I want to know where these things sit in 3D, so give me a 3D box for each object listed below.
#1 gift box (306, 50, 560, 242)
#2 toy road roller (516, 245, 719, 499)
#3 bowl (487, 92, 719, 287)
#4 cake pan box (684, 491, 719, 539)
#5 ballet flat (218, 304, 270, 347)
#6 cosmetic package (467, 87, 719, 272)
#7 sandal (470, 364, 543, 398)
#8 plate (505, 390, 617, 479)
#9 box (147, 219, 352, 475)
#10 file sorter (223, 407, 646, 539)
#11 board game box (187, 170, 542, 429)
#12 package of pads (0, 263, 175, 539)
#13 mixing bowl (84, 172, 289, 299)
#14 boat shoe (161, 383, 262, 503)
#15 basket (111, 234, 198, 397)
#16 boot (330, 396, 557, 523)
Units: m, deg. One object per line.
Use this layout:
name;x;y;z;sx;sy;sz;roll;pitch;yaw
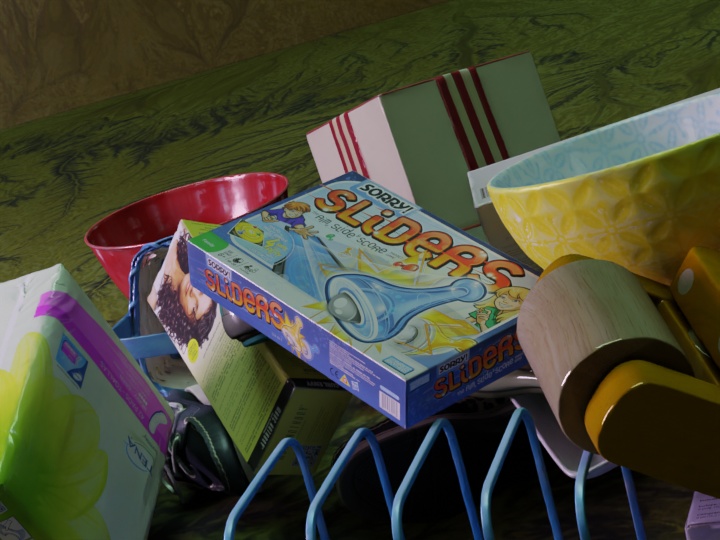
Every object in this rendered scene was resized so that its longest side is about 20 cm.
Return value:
gift box;0.076;-0.067;1.476;0.184;0.187;0.200;-19;2;-21
toy road roller;0.194;0.028;0.864;0.200;0.146;0.123;17;25;-21
bowl;0.183;-0.030;0.980;0.200;0.108;0.200;-18;8;3
cake pan box;0.292;0.109;0.962;0.200;0.052;0.184;-9;20;19
ballet flat;0.000;0.000;1.126;0.200;0.064;0.067;-12;-9;-26
cosmetic package;0.177;-0.053;1.115;0.200;0.083;0.051;-18;32;7
sandal;0.112;0.039;1.047;0.201;0.057;0.080;8;44;37
plate;0.179;0.041;1.086;0.199;0.032;0.200;-28;35;-6
box;-0.080;0.050;1.175;0.050;0.075;0.200;6;29;-36
file sorter;0.045;0.152;0.911;0.200;0.123;0.139;-10;17;19
board game box;0.010;0.011;1.020;0.135;0.034;0.200;-25;39;-34
package of pads;-0.191;0.119;1.085;0.068;0.155;0.200;-16;37;20
mixing bowl;-0.150;-0.010;1.633;0.200;0.109;0.200;-14;16;4
boat shoe;-0.120;0.123;1.232;0.062;0.075;0.200;-18;15;-15
basket;-0.107;0.035;1.351;0.176;0.139;0.200;-6;12;-2
boot;0.045;0.091;1.147;0.200;0.073;0.151;-18;30;-25
